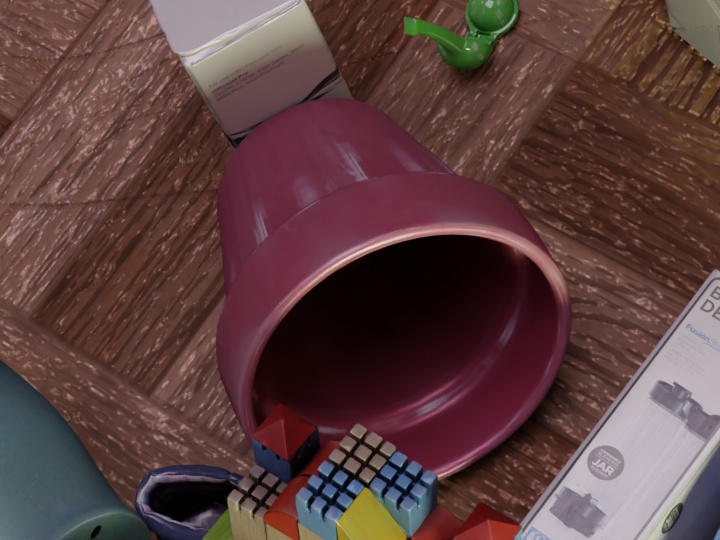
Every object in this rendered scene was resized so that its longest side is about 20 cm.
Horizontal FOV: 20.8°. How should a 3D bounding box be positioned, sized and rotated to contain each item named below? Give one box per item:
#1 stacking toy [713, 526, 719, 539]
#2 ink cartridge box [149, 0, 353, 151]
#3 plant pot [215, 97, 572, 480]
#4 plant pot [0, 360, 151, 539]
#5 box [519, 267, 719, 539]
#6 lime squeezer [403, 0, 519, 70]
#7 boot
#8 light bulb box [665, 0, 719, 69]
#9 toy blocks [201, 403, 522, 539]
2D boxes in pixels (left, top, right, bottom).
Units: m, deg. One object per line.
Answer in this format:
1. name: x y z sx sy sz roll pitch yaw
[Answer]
1. stacking toy: 0.277 0.183 1.017 0.199 0.110 0.117 26 87 15
2. ink cartridge box: -0.069 -0.142 1.222 0.084 0.200 0.145 -29 59 0
3. plant pot: 0.000 0.000 1.145 0.199 0.201 0.180 -28 44 0
4. plant pot: -0.227 0.149 1.112 0.187 0.200 0.201 29 74 29
5. box: 0.166 0.112 1.069 0.060 0.117 0.200 32 75 28
6. lime squeezer: 0.075 -0.175 1.280 0.037 0.071 0.200 0 32 34
7. boot: -0.031 0.161 1.115 0.198 0.090 0.073 6 65 19
8. light bulb box: 0.315 -0.189 1.178 0.200 0.125 0.198 -39 59 -7
9. toy blocks: 0.005 0.138 0.995 0.199 0.137 0.100 30 59 23
